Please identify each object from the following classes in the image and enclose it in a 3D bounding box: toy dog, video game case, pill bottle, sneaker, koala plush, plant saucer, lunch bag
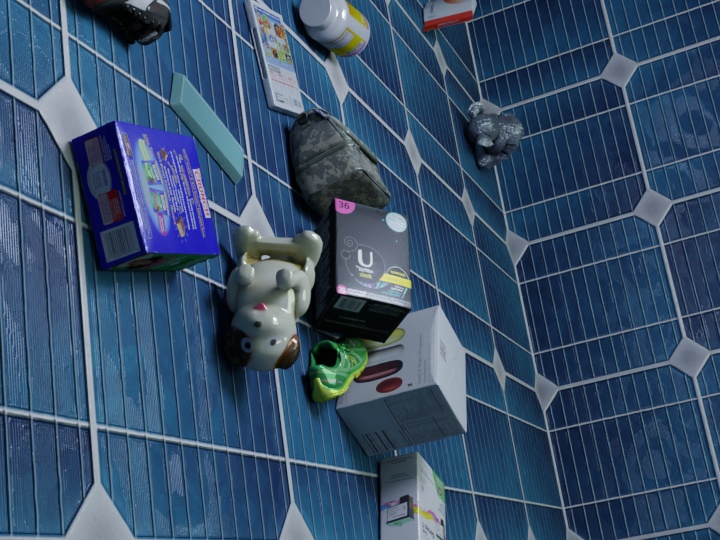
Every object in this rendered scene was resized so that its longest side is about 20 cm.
[{"bbox_3d":[-0.143,0.057,1.602,0.202,0.137,0.196,-84,-172,-50],"label":"toy dog"},{"bbox_3d":[-0.160,-0.394,2.028,0.143,0.018,0.204,0,76,-70],"label":"video game case"},{"bbox_3d":[-0.058,-0.524,2.282,0.199,0.103,0.106,12,64,-69],"label":"pill bottle"},{"bbox_3d":[-0.039,0.151,1.869,0.200,0.073,0.085,-57,133,-65],"label":"sneaker"},{"bbox_3d":[-0.314,-0.361,1.484,0.200,0.070,0.100,-32,103,-72],"label":"sneaker"},{"bbox_3d":[0.412,-0.450,3.482,0.199,0.182,0.181,18,57,-53],"label":"koala plush"},{"bbox_3d":[-0.235,-0.221,1.687,0.200,0.019,0.071,51,30,-48],"label":"plant saucer"},{"bbox_3d":[-0.047,-0.198,2.037,0.200,0.138,0.170,37,26,-61],"label":"lunch bag"}]

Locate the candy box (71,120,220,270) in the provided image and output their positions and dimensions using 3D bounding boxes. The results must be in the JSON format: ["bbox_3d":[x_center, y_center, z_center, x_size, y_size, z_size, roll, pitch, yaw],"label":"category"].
[{"bbox_3d":[-0.271,-0.091,1.396,0.199,0.076,0.172,0,74,-69],"label":"candy box"}]

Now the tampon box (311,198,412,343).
[{"bbox_3d":[0.000,0.000,1.924,0.147,0.127,0.203,12,55,-20],"label":"tampon box"}]

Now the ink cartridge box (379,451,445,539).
[{"bbox_3d":[0.098,0.464,2.005,0.145,0.083,0.203,54,29,-46],"label":"ink cartridge box"}]

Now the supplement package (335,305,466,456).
[{"bbox_3d":[0.078,0.201,1.974,0.193,0.197,0.148,-85,152,-46],"label":"supplement package"}]

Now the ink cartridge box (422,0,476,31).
[{"bbox_3d":[0.268,-0.793,3.313,0.201,0.159,0.051,-67,144,-62],"label":"ink cartridge box"}]
